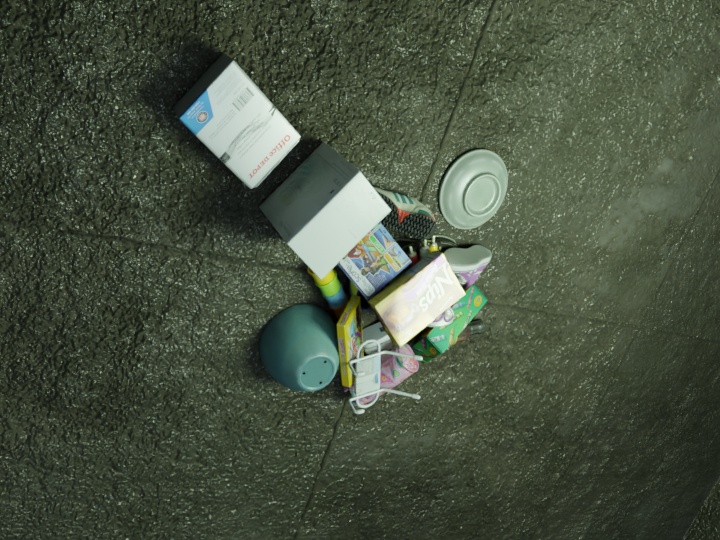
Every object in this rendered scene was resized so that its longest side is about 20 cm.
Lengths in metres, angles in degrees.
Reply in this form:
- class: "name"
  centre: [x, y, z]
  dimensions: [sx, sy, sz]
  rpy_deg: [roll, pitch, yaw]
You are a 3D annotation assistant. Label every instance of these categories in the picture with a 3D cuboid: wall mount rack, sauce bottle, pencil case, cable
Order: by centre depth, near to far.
- class: "cable"
  centre: [0.148, 0.019, 1.566]
  dimensions: [0.095, 0.050, 0.204]
  rpy_deg: [-22, 115, -16]
- class: "wall mount rack"
  centre: [0.054, 0.256, 1.578]
  dimensions: [0.170, 0.075, 0.204]
  rpy_deg: [-13, 124, -21]
- class: "pencil case"
  centre: [0.050, 0.258, 1.664]
  dimensions: [0.198, 0.089, 0.087]
  rpy_deg: [-35, 130, 27]
- class: "sauce bottle"
  centre: [0.236, 0.163, 1.764]
  dimensions: [0.196, 0.066, 0.068]
  rpy_deg: [-10, 120, -25]

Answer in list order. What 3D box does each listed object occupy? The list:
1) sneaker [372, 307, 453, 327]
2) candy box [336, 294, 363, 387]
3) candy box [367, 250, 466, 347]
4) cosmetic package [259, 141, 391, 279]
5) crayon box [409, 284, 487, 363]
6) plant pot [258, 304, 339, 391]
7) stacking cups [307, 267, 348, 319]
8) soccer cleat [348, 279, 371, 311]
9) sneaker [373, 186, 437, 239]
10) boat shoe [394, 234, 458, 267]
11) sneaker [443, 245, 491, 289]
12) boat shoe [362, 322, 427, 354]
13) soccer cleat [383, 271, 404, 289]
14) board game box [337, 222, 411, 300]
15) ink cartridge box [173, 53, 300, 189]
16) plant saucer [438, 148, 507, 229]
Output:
- class: "sneaker"
  centre: [0.123, 0.094, 1.589]
  dimensions: [0.195, 0.100, 0.077]
  rpy_deg: [9, 74, 0]
- class: "candy box"
  centre: [-0.022, 0.167, 1.564]
  dimensions: [0.103, 0.026, 0.203]
  rpy_deg: [-58, 153, -45]
- class: "candy box"
  centre: [0.127, 0.062, 1.498]
  dimensions: [0.198, 0.056, 0.118]
  rpy_deg: [-36, 107, -10]
- class: "cosmetic package"
  centre: [-0.078, -0.127, 1.362]
  dimensions: [0.200, 0.199, 0.123]
  rpy_deg: [-45, 126, 1]
- class: "crayon box"
  centre: [0.219, 0.134, 1.663]
  dimensions: [0.058, 0.119, 0.200]
  rpy_deg: [45, 63, 2]
- class: "plant pot"
  centre: [-0.124, 0.201, 1.551]
  dimensions: [0.196, 0.135, 0.204]
  rpy_deg: [-12, 121, -21]
- class: "stacking cups"
  centre: [-0.059, 0.055, 1.563]
  dimensions: [0.060, 0.061, 0.202]
  rpy_deg: [-33, 131, -7]
- class: "soccer cleat"
  centre: [0.001, 0.000, 1.541]
  dimensions: [0.063, 0.084, 0.204]
  rpy_deg: [-17, 121, -18]
- class: "sneaker"
  centre: [0.083, -0.141, 1.525]
  dimensions: [0.196, 0.094, 0.071]
  rpy_deg: [23, 117, -6]
- class: "boat shoe"
  centre: [0.158, -0.042, 1.616]
  dimensions: [0.197, 0.061, 0.073]
  rpy_deg: [-4, 117, -26]
- class: "sneaker"
  centre: [0.247, 0.007, 1.650]
  dimensions: [0.198, 0.073, 0.116]
  rpy_deg: [-6, 133, -49]
- class: "boat shoe"
  centre: [0.091, 0.154, 1.677]
  dimensions: [0.195, 0.075, 0.066]
  rpy_deg: [-17, 137, 3]
- class: "soccer cleat"
  centre: [0.120, 0.025, 1.633]
  dimensions: [0.197, 0.064, 0.086]
  rpy_deg: [20, 80, -30]
- class: "board game box"
  centre: [0.002, -0.054, 1.479]
  dimensions: [0.135, 0.034, 0.201]
  rpy_deg: [-39, 101, 4]
- class: "ink cartridge box"
  centre: [-0.233, -0.281, 1.273]
  dimensions: [0.145, 0.084, 0.200]
  rpy_deg: [-44, 125, 1]
- class: "plant saucer"
  centre: [0.283, -0.188, 1.612]
  dimensions: [0.196, 0.050, 0.204]
  rpy_deg: [-12, 121, -21]
